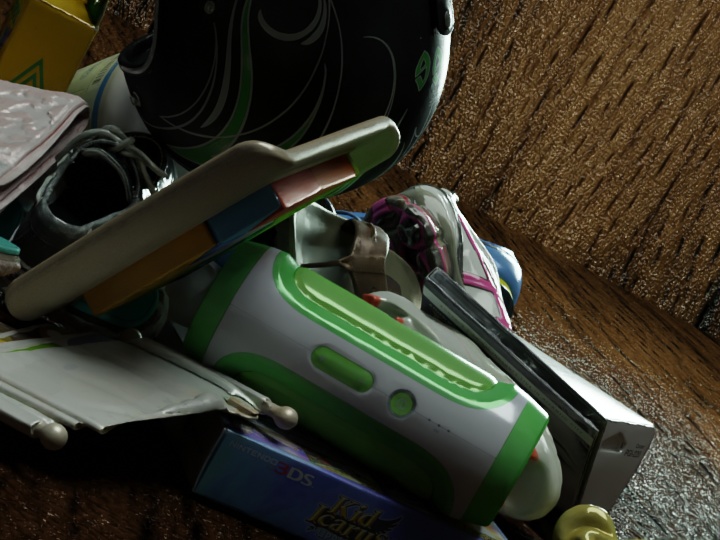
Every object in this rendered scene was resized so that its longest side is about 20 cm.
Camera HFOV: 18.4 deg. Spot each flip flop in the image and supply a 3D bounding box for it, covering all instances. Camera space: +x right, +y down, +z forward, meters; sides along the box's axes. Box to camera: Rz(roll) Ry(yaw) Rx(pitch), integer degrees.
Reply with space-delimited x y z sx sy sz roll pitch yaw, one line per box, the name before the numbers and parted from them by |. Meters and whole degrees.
flip flop | 0.000 0.000 1.451 0.057 0.081 0.200 -9 -17 27

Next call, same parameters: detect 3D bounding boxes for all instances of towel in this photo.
towel | -0.287 -0.089 1.353 0.200 0.032 0.191 13 23 7

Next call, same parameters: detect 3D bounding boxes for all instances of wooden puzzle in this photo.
wooden puzzle | -0.081 -0.025 1.251 0.037 0.185 0.200 63 22 5

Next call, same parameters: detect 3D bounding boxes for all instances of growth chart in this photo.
growth chart | -0.145 0.056 1.169 0.145 0.018 0.200 26 16 34

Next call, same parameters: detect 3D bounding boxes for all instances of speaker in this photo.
speaker | 0.003 0.064 1.255 0.200 0.089 0.088 30 8 4

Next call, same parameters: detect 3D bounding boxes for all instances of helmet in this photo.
helmet | -0.046 -0.136 1.382 0.200 0.191 0.200 14 30 -9

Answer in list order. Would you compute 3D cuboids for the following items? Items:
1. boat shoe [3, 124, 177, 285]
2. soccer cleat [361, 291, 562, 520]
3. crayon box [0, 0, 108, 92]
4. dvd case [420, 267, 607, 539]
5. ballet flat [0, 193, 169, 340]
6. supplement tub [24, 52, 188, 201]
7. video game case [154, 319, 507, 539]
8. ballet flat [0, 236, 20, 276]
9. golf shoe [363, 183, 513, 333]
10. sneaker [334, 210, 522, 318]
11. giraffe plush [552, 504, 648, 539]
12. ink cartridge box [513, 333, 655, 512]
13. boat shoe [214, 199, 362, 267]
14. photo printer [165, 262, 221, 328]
boat shoe | -0.156 -0.052 1.350 0.074 0.068 0.199 34 30 7
soccer cleat | 0.067 0.079 1.365 0.078 0.069 0.200 17 22 -50
crayon box | -0.231 -0.124 1.503 0.051 0.200 0.127 26 8 -15
dvd case | 0.091 0.096 1.465 0.149 0.016 0.200 43 -23 18
ballet flat | -0.210 -0.004 1.383 0.200 0.072 0.072 32 8 5
supplement tub | -0.155 -0.088 1.560 0.132 0.132 0.200 25 -16 -24
video game case | -0.022 0.115 1.305 0.200 0.046 0.181 26 8 -21
ballet flat | -0.271 -0.015 1.169 0.200 0.067 0.068 24 4 -40
golf shoe | 0.079 0.031 1.575 0.092 0.073 0.200 -21 88 -51
sneaker | 0.023 -0.012 1.663 0.200 0.066 0.079 15 38 -4
giraffe plush | 0.185 0.199 1.199 0.162 0.200 0.173 -2 19 -10
ink cartridge box | 0.108 0.100 1.709 0.200 0.085 0.146 32 9 30
boat shoe | -0.036 -0.022 1.517 0.084 0.069 0.200 29 8 9
photo printer | -0.044 0.058 1.493 0.166 0.070 0.200 25 9 -25
